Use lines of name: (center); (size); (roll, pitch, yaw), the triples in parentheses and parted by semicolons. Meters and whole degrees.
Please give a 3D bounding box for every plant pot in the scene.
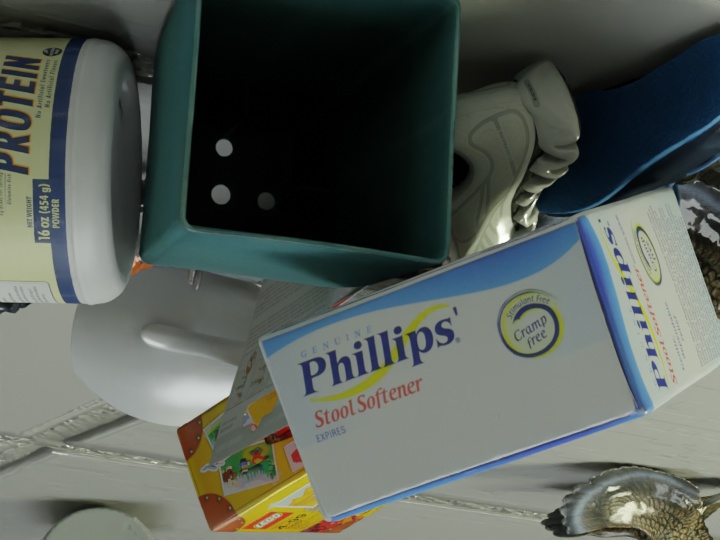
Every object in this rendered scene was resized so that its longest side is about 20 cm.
plant pot: (-0.050, -0.064, 1.191); (0.140, 0.143, 0.200); (7, 168, -18)

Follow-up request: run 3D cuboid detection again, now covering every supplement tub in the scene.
supplement tub: (-0.225, -0.055, 1.206); (0.198, 0.146, 0.145); (1, 164, 2)

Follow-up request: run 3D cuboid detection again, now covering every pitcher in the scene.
pitcher: (-0.106, 0.053, 1.555); (0.198, 0.122, 0.172); (11, 174, 13)

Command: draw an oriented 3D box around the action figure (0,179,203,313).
action figure: (-0.196, -0.030, 1.445); (0.191, 0.106, 0.200); (9, -169, -2)

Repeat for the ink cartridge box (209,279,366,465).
ink cartridge box: (-0.022, 0.017, 1.330); (0.057, 0.202, 0.162); (17, 160, -17)

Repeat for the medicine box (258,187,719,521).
medicine box: (0.076, 0.040, 1.155); (0.181, 0.104, 0.200); (-21, 178, 23)

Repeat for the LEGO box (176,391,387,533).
LEGO box: (0.006, 0.094, 1.441); (0.199, 0.078, 0.148); (-33, 157, 28)

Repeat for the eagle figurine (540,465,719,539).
eagle figurine: (0.305, 0.267, 2.327); (0.199, 0.151, 0.153); (30, 120, 6)

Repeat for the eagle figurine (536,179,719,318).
eagle figurine: (0.192, 0.001, 1.416); (0.199, 0.151, 0.152); (34, 119, 3)

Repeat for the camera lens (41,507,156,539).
camera lens: (-0.310, 0.371, 2.626); (0.158, 0.162, 0.200); (3, 164, -4)

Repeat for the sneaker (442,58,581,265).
sneaker: (0.064, -0.041, 1.266); (0.080, 0.076, 0.201); (-13, 145, -19)

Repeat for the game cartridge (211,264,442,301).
game cartridge: (0.000, 0.000, 1.523); (0.198, 0.041, 0.133); (12, 168, -23)

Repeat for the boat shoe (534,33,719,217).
boat shoe: (0.170, -0.068, 1.237); (0.068, 0.085, 0.199); (9, 165, -34)
